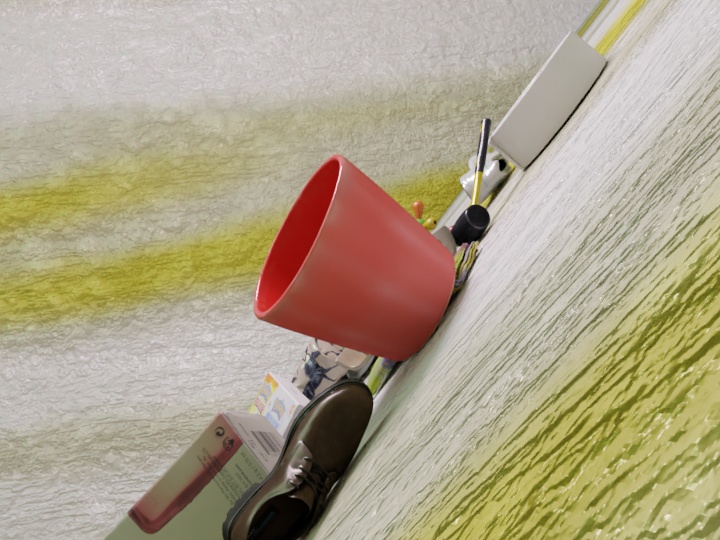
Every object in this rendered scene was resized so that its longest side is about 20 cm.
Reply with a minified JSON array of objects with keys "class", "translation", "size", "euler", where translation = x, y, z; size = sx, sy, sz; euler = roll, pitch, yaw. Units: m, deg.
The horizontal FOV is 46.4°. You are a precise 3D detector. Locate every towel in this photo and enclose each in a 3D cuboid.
[{"class":"towel","translation":[0.077,0.057,1.051],"size":[0.201,0.023,0.144],"euler":[-55,0,26]}]

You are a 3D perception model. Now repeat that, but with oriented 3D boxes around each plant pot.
[{"class":"plant pot","translation":[0.000,0.000,0.951],"size":[0.202,0.175,0.202],"euler":[-53,19,28]}]

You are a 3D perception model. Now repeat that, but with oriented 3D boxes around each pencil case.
[{"class":"pencil case","translation":[-0.084,0.206,1.352],"size":[0.203,0.077,0.089],"euler":[-63,-12,8]}]

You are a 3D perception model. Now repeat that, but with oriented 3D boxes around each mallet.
[{"class":"mallet","translation":[0.165,-0.126,1.205],"size":[0.066,0.040,0.204],"euler":[118,166,-55]}]

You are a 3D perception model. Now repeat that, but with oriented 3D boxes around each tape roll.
[{"class":"tape roll","translation":[0.275,-0.250,1.248],"size":[0.204,0.070,0.202],"euler":[-53,0,0]}]

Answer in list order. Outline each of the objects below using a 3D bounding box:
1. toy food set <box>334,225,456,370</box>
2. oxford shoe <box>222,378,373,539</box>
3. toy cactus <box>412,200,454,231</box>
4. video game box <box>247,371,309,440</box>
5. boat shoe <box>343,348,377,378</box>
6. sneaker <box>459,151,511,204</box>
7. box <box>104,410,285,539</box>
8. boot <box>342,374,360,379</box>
[{"class":"toy food set","translation":[0.047,0.036,1.153],"size":[0.201,0.060,0.143],"euler":[-54,-8,27]},{"class":"oxford shoe","translation":[-0.045,0.193,0.788],"size":[0.202,0.072,0.084],"euler":[-55,17,-12]},{"class":"toy cactus","translation":[0.084,-0.030,1.399],"size":[0.196,0.104,0.165],"euler":[-23,-25,13]},{"class":"video game box","translation":[-0.126,0.243,1.112],"size":[0.185,0.046,0.200],"euler":[-62,18,-4]},{"class":"boat shoe","translation":[0.029,0.095,1.341],"size":[0.059,0.076,0.202],"euler":[-3,-46,-35]},{"class":"sneaker","translation":[0.232,-0.175,1.482],"size":[0.080,0.071,0.201],"euler":[-36,10,23]},{"class":"box","translation":[-0.167,0.271,0.957],"size":[0.200,0.109,0.128],"euler":[-46,-20,4]},{"class":"boot","translation":[0.022,0.099,1.462],"size":[0.202,0.072,0.144],"euler":[-57,-2,9]}]
